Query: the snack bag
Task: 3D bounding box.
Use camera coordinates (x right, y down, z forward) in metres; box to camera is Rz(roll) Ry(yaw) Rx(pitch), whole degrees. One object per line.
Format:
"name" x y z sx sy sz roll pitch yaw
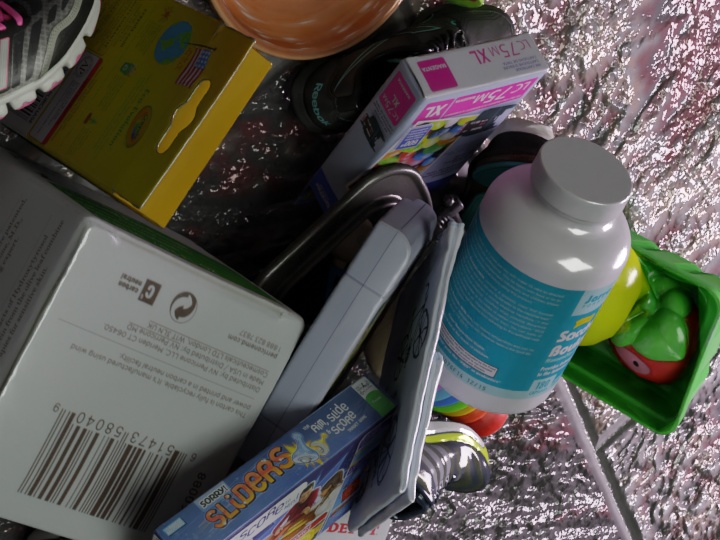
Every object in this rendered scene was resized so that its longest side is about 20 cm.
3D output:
"snack bag" 0.033 0.082 1.207 0.021 0.189 0.201 14 71 -6

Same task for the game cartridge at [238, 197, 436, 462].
"game cartridge" -0.015 0.046 1.189 0.200 0.041 0.133 -59 172 17

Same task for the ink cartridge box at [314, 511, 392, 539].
"ink cartridge box" -0.077 0.259 1.368 0.145 0.083 0.201 11 103 -39

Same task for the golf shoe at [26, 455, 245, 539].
"golf shoe" -0.157 0.177 1.267 0.199 0.092 0.073 -18 137 3

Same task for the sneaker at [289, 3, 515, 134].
"sneaker" 0.046 -0.149 1.275 0.199 0.079 0.076 -27 107 -27

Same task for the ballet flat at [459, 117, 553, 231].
"ballet flat" 0.115 -0.079 1.319 0.068 0.200 0.069 20 72 -7

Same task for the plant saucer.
"plant saucer" -0.038 -0.251 1.202 0.199 0.037 0.201 -16 119 -32

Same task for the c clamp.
"c clamp" 0.000 0.000 1.262 0.200 0.027 0.171 -39 151 -10

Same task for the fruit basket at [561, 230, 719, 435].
"fruit basket" 0.188 0.028 1.374 0.215 0.216 0.156 -3 120 -36

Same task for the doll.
"doll" -0.039 0.049 1.326 0.136 0.048 0.201 21 91 -38

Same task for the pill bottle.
"pill bottle" 0.123 0.001 1.211 0.110 0.111 0.200 -11 141 -33

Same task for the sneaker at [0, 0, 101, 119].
"sneaker" -0.254 -0.139 1.063 0.200 0.074 0.088 -38 134 -12

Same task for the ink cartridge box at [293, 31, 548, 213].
"ink cartridge box" 0.041 -0.097 1.249 0.119 0.042 0.200 -17 163 -34

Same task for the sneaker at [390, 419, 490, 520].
"sneaker" 0.042 0.165 1.370 0.074 0.081 0.200 -26 152 30

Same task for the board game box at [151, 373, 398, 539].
"board game box" -0.066 0.167 1.143 0.200 0.034 0.136 -34 157 -38

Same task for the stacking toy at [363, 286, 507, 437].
"stacking toy" 0.076 0.085 1.396 0.086 0.085 0.200 -54 148 -5

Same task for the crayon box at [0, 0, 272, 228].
"crayon box" -0.140 -0.109 1.079 0.051 0.200 0.127 37 87 -41

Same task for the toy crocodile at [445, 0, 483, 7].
"toy crocodile" 0.083 -0.244 1.245 0.200 0.061 0.068 40 64 -70

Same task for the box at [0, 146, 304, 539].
"box" -0.188 0.058 1.136 0.199 0.171 0.201 27 92 -41
